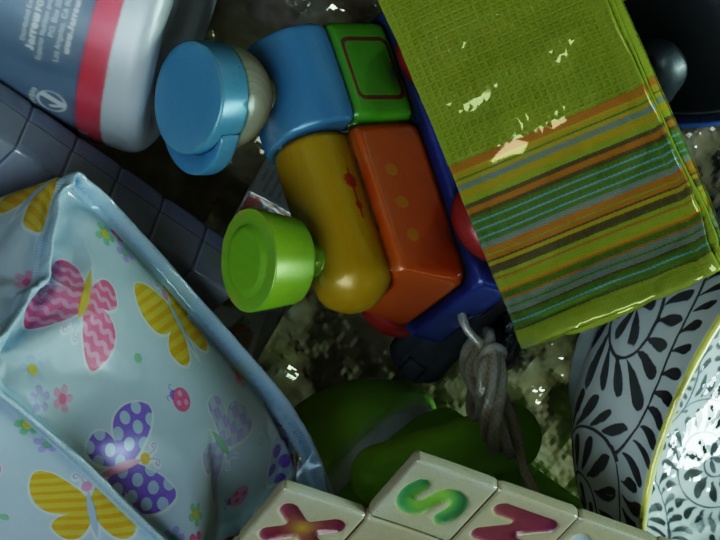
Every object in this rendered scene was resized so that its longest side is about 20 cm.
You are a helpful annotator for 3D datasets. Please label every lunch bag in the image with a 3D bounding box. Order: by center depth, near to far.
[{"bbox_3d":[-0.123,0.080,1.074,0.169,0.128,0.200,-13,133,35],"label":"lunch bag"}]

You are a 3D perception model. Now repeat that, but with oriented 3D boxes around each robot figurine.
[{"bbox_3d":[0.031,0.123,1.152,0.200,0.116,0.176,35,157,21],"label":"robot figurine"}]

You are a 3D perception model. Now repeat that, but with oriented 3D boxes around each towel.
[{"bbox_3d":[0.057,-0.077,1.016,0.086,0.018,0.201,-24,89,21],"label":"towel"}]

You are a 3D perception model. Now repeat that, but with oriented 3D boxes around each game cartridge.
[{"bbox_3d":[-0.149,0.015,1.128,0.129,0.039,0.200,32,134,-22],"label":"game cartridge"}]

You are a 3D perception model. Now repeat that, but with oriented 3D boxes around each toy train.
[{"bbox_3d":[0.000,0.000,1.050,0.085,0.115,0.201,-38,63,47],"label":"toy train"}]

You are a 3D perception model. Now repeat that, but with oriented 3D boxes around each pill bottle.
[{"bbox_3d":[-0.159,-0.131,1.091,0.199,0.120,0.120,19,118,5],"label":"pill bottle"}]

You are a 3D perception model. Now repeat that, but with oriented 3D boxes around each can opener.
[{"bbox_3d":[0.063,-0.020,1.098,0.078,0.064,0.200,31,140,-13],"label":"can opener"}]

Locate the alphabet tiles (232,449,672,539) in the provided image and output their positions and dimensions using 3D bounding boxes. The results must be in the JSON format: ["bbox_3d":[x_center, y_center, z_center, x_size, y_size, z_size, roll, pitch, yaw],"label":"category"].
[{"bbox_3d":[0.035,0.136,1.026,0.199,0.006,0.167,21,130,-23],"label":"alphabet tiles"}]

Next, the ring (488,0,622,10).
[{"bbox_3d":[0.071,-0.195,1.012,0.199,0.019,0.202,3,98,20],"label":"ring"}]

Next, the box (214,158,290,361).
[{"bbox_3d":[-0.069,0.043,1.199,0.039,0.041,0.200,30,118,-1],"label":"box"}]

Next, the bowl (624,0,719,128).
[{"bbox_3d":[0.121,-0.147,1.060,0.200,0.039,0.202,5,116,11],"label":"bowl"}]

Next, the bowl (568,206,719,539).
[{"bbox_3d":[0.144,0.046,1.093,0.094,0.200,0.202,28,126,40],"label":"bowl"}]
